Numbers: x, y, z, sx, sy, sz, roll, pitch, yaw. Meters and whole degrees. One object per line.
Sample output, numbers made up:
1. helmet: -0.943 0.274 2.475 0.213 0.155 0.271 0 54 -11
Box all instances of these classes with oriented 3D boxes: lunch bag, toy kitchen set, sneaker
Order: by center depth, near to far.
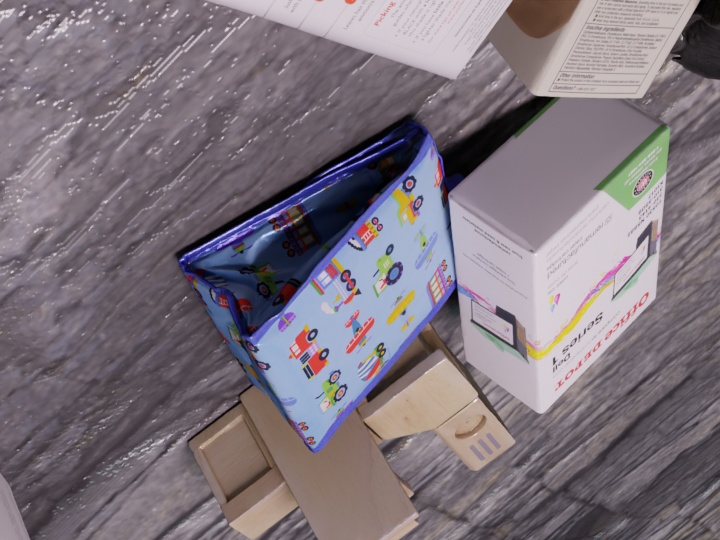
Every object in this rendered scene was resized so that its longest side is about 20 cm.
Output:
1. sneaker: 0.252 -0.163 0.978 0.103 0.200 0.061 14 84 -18
2. lunch bag: 0.000 0.000 1.019 0.199 0.094 0.151 -38 144 -11
3. toy kitchen set: 0.016 0.161 1.142 0.199 0.164 0.181 -36 145 4

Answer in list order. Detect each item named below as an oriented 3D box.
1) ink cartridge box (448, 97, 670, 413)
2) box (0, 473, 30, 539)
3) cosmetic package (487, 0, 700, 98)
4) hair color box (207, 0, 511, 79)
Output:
1. ink cartridge box: 0.144 -0.014 1.079 0.145 0.084 0.201 -42 149 -21
2. box: -0.299 0.217 0.921 0.197 0.201 0.172 -27 147 -9
3. cosmetic package: 0.166 -0.205 0.911 0.104 0.071 0.201 -2 134 -37
4. hair color box: 0.002 -0.179 0.818 0.199 0.061 0.102 10 126 -47
